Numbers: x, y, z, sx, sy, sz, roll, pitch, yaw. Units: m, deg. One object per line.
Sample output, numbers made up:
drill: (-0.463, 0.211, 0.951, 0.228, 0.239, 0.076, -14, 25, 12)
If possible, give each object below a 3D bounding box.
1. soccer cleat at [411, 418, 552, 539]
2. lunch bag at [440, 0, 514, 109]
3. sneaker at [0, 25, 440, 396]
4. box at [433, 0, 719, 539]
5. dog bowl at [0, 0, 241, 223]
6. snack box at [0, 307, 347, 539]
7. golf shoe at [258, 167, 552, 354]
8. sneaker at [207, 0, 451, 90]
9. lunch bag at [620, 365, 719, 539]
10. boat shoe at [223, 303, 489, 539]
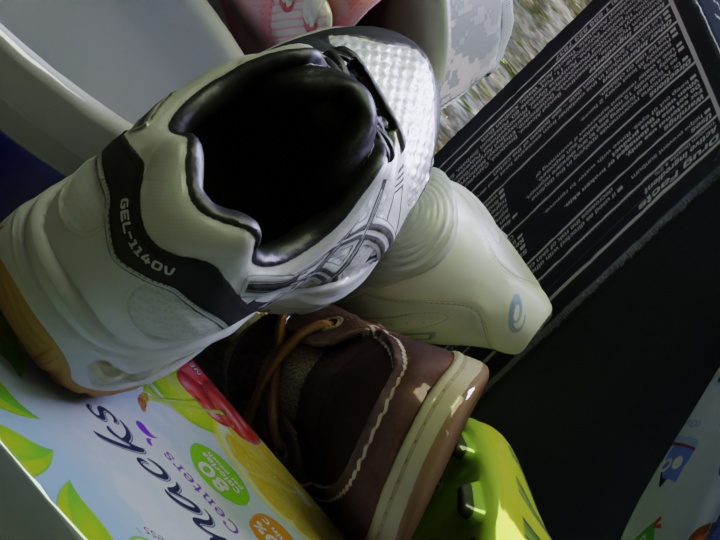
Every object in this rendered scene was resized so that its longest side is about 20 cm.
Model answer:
soccer cleat: (0.059, 0.132, 0.878, 0.083, 0.065, 0.201, 18, 35, -31)
lunch bag: (-0.030, -0.137, 1.123, 0.164, 0.117, 0.201, -34, 110, -46)
sneaker: (-0.015, -0.029, 0.772, 0.076, 0.088, 0.200, 54, 36, -3)
box: (0.100, 0.011, 1.038, 0.123, 0.200, 0.199, 39, 19, -20)
dog bowl: (-0.125, -0.077, 0.884, 0.200, 0.079, 0.200, 41, 17, -15)
snack box: (-0.044, 0.097, 0.744, 0.200, 0.053, 0.142, 48, 18, 8)
golf shoe: (0.000, 0.000, 0.960, 0.097, 0.078, 0.200, 37, -6, -16)
sneaker: (-0.029, -0.135, 0.975, 0.104, 0.075, 0.201, 16, -42, 57)
lunch bag: (0.188, 0.093, 0.907, 0.200, 0.161, 0.075, 39, -14, -21)
boat shoe: (-0.012, 0.045, 0.861, 0.072, 0.072, 0.200, 27, -1, -6)
